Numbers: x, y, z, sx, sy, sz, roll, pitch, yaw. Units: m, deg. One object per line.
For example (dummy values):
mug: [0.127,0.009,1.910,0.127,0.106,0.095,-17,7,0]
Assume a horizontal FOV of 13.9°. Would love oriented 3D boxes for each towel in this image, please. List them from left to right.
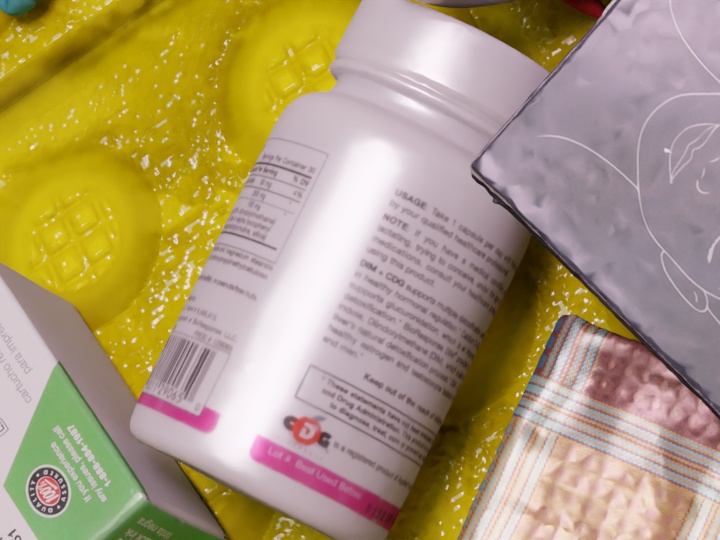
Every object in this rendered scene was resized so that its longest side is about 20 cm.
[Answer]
towel: [0.098,0.129,1.142,0.146,0.022,0.201,21,82,27]

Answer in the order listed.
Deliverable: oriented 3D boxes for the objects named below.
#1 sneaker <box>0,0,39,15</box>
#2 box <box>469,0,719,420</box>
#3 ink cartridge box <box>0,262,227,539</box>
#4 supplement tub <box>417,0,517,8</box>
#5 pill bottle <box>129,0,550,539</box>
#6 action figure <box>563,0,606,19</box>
sneaker: [-0.199,-0.177,1.272,0.077,0.199,0.080,20,82,54]
box: [0.183,-0.038,1.056,0.197,0.124,0.200,45,101,15]
ink cartridge box: [-0.179,0.116,1.229,0.200,0.083,0.147,-42,62,7]
supplement tub: [0.045,-0.219,1.142,0.144,0.145,0.201,-24,73,15]
pill bottle: [0.000,0.000,1.173,0.113,0.113,0.201,24,84,28]
action figure: [0.118,-0.127,1.200,0.199,0.052,0.066,30,82,31]
